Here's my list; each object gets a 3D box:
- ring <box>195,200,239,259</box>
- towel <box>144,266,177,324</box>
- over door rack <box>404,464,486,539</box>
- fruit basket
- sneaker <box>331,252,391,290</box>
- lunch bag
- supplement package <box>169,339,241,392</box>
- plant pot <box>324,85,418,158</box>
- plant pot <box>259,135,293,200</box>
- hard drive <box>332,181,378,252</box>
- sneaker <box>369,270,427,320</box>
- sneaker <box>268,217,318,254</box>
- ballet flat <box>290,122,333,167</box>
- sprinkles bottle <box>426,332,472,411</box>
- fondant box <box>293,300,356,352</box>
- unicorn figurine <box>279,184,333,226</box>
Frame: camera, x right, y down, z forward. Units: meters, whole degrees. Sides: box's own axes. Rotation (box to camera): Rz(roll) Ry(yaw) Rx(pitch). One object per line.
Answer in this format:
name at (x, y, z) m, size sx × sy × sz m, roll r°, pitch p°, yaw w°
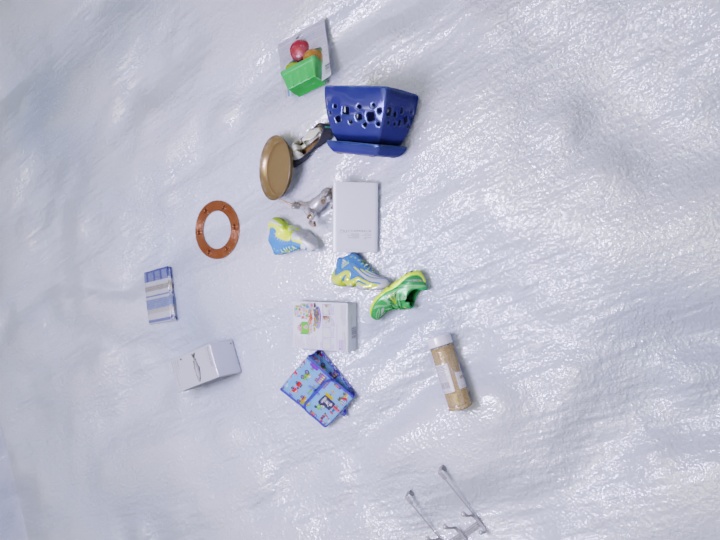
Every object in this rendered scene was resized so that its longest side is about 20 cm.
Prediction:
ring at (-0.496, -0.140, 2.019) m, size 0.199 × 0.019 × 0.202 m, roll 1°, pitch 91°, yaw 30°
towel at (-0.731, 0.094, 2.151) m, size 0.146 × 0.024 × 0.202 m, roll -12°, pitch 83°, yaw 31°
over door rack at (0.222, 0.660, 1.596) m, size 0.148 × 0.066 × 0.201 m, roll -44°, pitch 71°, yaw 22°
fruit basket at (-0.170, -0.644, 1.806) m, size 0.184 × 0.094 × 0.202 m, roll -17°, pitch 67°, yaw 28°
sneaker at (0.000, 0.000, 1.709) m, size 0.199 × 0.076 × 0.106 m, roll 5°, pitch 92°, yaw 30°
lunch bag at (-0.116, 0.366, 1.784) m, size 0.200 × 0.094 × 0.151 m, roll 43°, pitch 110°, yaw 9°
supplement package at (-0.522, 0.321, 1.981) m, size 0.199 × 0.117 × 0.118 m, roll -24°, pitch 79°, yaw 27°
plant pot at (0.026, -0.408, 1.627) m, size 0.199 × 0.200 × 0.181 m, roll 11°, pitch 103°, yaw 29°
plant pot at (-0.260, -0.320, 1.845) m, size 0.199 × 0.027 × 0.202 m, roll 4°, pitch 95°, yaw 54°
hard drive at (-0.015, -0.154, 1.706) m, size 0.131 × 0.026 × 0.202 m, roll 0°, pitch 91°, yaw -7°
sneaker at (0.104, 0.082, 1.652) m, size 0.200 × 0.074 × 0.084 m, roll -42°, pitch 68°, yaw 23°
sneaker at (-0.213, -0.083, 1.831) m, size 0.199 × 0.075 × 0.106 m, roll 33°, pitch 117°, yaw 33°
ballet flat at (-0.170, -0.387, 1.805) m, size 0.199 × 0.073 × 0.073 m, roll -32°, pitch 76°, yaw 26°
sprinkles bottle at (0.239, 0.272, 1.582) m, size 0.068 × 0.068 × 0.202 m, roll -21°, pitch 81°, yaw 28°
fondant box at (-0.109, 0.166, 1.783) m, size 0.199 × 0.058 × 0.146 m, roll 0°, pitch 91°, yaw 28°
unicorn figurine at (-0.140, -0.198, 1.781) m, size 0.199 × 0.074 × 0.138 m, roll -24°, pitch 34°, yaw 6°
